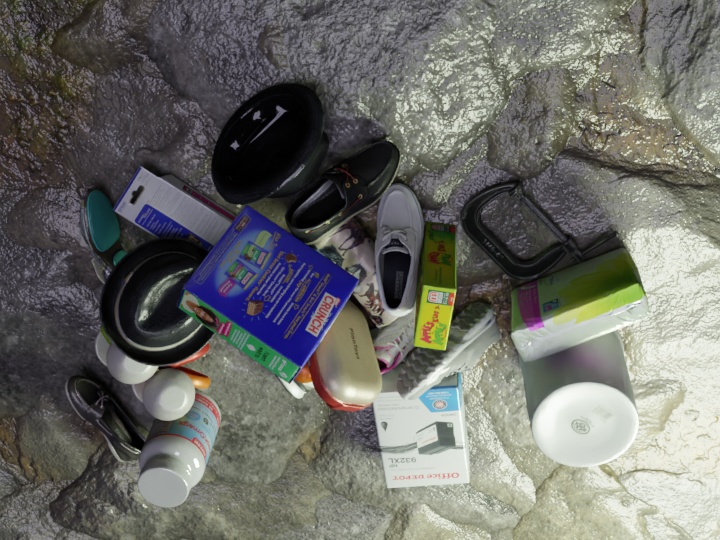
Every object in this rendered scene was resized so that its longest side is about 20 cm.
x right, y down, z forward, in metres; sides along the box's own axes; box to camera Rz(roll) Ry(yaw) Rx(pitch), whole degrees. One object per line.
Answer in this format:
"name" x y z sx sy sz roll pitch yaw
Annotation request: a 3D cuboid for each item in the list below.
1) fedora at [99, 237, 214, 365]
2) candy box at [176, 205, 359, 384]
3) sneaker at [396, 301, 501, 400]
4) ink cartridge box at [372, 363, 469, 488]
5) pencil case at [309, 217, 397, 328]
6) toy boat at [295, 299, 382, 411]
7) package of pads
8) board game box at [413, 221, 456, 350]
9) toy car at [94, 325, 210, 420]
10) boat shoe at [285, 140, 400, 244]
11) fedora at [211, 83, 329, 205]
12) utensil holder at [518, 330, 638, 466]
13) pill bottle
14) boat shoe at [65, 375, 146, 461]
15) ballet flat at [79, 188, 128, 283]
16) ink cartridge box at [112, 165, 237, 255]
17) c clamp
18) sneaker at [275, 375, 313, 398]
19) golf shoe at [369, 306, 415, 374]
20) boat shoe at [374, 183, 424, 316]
"fedora" -0.284 0.044 1.491 0.200 0.092 0.201 2 85 -20
"candy box" -0.131 0.034 1.442 0.200 0.169 0.077 34 151 1
"sneaker" 0.147 0.143 1.587 0.200 0.075 0.082 -39 120 -5
"ink cartridge box" 0.102 0.258 1.679 0.145 0.084 0.200 -5 118 7
"pencil case" 0.000 0.000 1.551 0.089 0.078 0.200 -30 112 25
"toy boat" -0.058 0.131 1.552 0.131 0.200 0.130 -31 151 30
"package of pads" 0.325 0.049 1.506 0.200 0.155 0.068 -22 107 16
"board game box" 0.110 0.019 1.481 0.048 0.200 0.102 8 119 1
"toy car" -0.324 0.137 1.626 0.150 0.175 0.200 -44 110 -12
"boat shoe" -0.023 -0.118 1.462 0.201 0.063 0.074 -40 70 -1
"fedora" -0.117 -0.169 1.449 0.200 0.201 0.092 -31 145 20
"utensil holder" 0.333 0.180 1.550 0.170 0.200 0.170 2 119 4
"pill bottle" -0.303 0.295 1.669 0.109 0.200 0.109 2 119 4
"boat shoe" -0.430 0.251 1.732 0.057 0.067 0.200 -14 123 24
"ballet flat" -0.404 -0.033 1.580 0.072 0.072 0.201 -15 115 13
"ink cartridge box" -0.273 -0.079 1.558 0.200 0.037 0.095 32 117 -15
"c clamp" 0.259 -0.066 1.525 0.200 0.027 0.171 37 121 -16
"sneaker" -0.111 0.110 1.635 0.115 0.076 0.201 -31 120 11
"golf shoe" 0.068 0.108 1.598 0.075 0.092 0.200 41 113 -15
"boat shoe" 0.057 -0.033 1.485 0.073 0.065 0.200 -5 83 9
